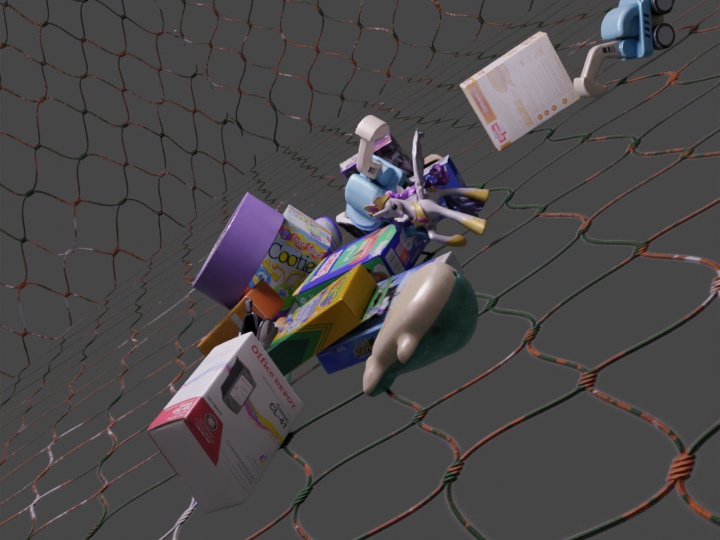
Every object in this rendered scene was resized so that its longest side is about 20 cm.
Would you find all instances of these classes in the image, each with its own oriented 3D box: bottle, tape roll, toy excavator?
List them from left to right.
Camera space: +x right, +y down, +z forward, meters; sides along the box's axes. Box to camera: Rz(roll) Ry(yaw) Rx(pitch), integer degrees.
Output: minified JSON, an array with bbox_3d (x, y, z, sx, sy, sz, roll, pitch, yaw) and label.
[{"bbox_3d":[-0.225,-0.035,1.727,0.202,0.084,0.200,-56,10,14],"label":"tape roll"},{"bbox_3d":[-0.086,-0.046,1.976,0.065,0.084,0.201,-28,15,17],"label":"bottle"},{"bbox_3d":[0.023,-0.166,1.676,0.197,0.099,0.199,-64,-22,11],"label":"toy excavator"},{"bbox_3d":[0.506,-0.446,1.840,0.196,0.199,0.100,-8,9,-16],"label":"toy excavator"}]

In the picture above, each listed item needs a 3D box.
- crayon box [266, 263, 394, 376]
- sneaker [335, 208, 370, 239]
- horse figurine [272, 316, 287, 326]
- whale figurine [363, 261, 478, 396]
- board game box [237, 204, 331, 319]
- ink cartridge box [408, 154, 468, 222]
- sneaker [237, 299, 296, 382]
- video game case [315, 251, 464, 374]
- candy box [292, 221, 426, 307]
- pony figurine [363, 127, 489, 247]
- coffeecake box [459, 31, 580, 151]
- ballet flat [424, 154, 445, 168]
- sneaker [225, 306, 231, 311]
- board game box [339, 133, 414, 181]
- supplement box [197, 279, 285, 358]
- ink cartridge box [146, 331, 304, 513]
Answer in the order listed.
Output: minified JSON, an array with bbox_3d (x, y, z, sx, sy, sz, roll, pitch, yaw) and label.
[{"bbox_3d":[-0.047,0.067,1.438,0.199,0.052,0.126,-35,12,26],"label":"crayon box"},{"bbox_3d":[-0.003,-0.112,1.989,0.080,0.074,0.200,-52,15,2],"label":"sneaker"},{"bbox_3d":[-0.167,0.136,1.662,0.200,0.050,0.132,-48,12,-32],"label":"horse figurine"},{"bbox_3d":[0.080,0.089,1.234,0.201,0.103,0.160,-55,8,21],"label":"whale figurine"},{"bbox_3d":[-0.150,-0.005,1.807,0.202,0.104,0.103,-57,10,15],"label":"board game box"},{"bbox_3d":[0.107,-0.127,1.791,0.198,0.095,0.044,-28,15,21],"label":"ink cartridge box"},{"bbox_3d":[-0.142,0.099,1.540,0.077,0.141,0.201,-23,19,33],"label":"sneaker"},{"bbox_3d":[0.045,0.064,1.435,0.198,0.046,0.182,-24,17,35],"label":"video game case"},{"bbox_3d":[0.000,0.000,1.663,0.198,0.078,0.169,-27,15,30],"label":"candy box"},{"bbox_3d":[0.112,-0.119,1.566,0.194,0.196,0.169,-73,-3,-54],"label":"pony figurine"},{"bbox_3d":[0.329,-0.371,1.944,0.198,0.155,0.073,-32,14,7],"label":"coffeecake box"},{"bbox_3d":[0.110,-0.188,2.032,0.199,0.069,0.067,-40,23,-12],"label":"ballet flat"},{"bbox_3d":[-0.203,0.032,2.037,0.197,0.076,0.106,-16,17,26],"label":"sneaker"},{"bbox_3d":[0.061,-0.168,1.835,0.118,0.200,0.033,-26,44,21],"label":"board game box"},{"bbox_3d":[-0.221,0.102,1.716,0.200,0.069,0.067,-45,3,41],"label":"supplement box"},{"bbox_3d":[-0.179,0.205,1.286,0.085,0.149,0.201,-22,20,34],"label":"ink cartridge box"}]
